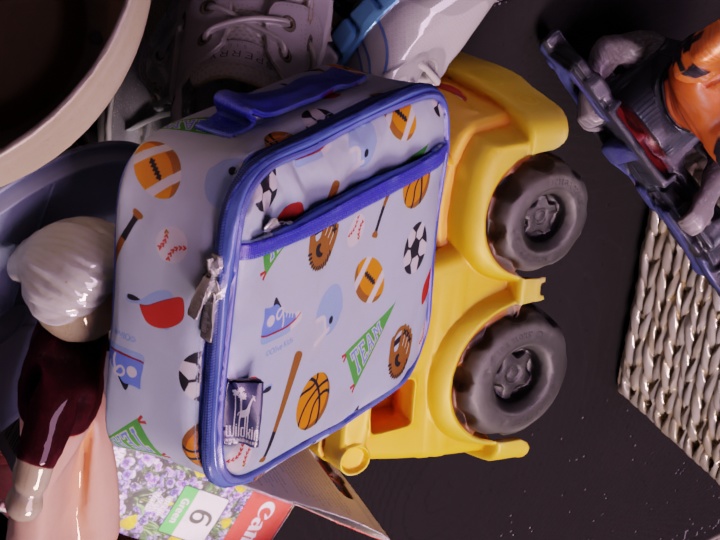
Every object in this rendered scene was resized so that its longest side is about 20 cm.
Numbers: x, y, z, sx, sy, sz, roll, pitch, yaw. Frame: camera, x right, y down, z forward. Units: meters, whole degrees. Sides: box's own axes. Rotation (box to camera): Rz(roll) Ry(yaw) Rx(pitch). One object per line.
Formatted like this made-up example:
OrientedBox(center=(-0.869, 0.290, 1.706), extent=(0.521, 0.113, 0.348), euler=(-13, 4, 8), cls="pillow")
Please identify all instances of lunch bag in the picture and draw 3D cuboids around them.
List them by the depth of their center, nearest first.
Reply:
OrientedBox(center=(-0.033, -0.005, 1.145), extent=(0.200, 0.075, 0.161), euler=(-29, 132, -57), cls="lunch bag")

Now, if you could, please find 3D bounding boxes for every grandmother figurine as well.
OrientedBox(center=(-0.128, 0.054, 1.167), extent=(0.060, 0.122, 0.201), euler=(4, 134, -8), cls="grandmother figurine")

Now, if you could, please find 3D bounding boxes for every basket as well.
OrientedBox(center=(0.279, 0.014, 1.615), extent=(0.197, 0.161, 0.201), euler=(-19, 132, -32), cls="basket")

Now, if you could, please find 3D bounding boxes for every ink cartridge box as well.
OrientedBox(center=(-0.090, 0.098, 1.346), extent=(0.199, 0.109, 0.051), euler=(24, 106, -36), cls="ink cartridge box")

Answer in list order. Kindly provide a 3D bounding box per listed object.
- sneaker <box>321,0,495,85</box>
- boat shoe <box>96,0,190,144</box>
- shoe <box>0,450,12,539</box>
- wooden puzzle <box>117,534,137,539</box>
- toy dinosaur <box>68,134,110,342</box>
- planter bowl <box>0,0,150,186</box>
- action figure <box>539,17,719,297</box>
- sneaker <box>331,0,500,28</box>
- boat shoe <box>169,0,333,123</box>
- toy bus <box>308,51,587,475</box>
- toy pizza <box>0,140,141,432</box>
OrientedBox(center=(0.005, -0.064, 1.272), extent=(0.200, 0.087, 0.075), euler=(-45, 157, 6), cls="sneaker")
OrientedBox(center=(-0.059, -0.121, 1.273), extent=(0.074, 0.065, 0.203), euler=(19, 106, -48), cls="boat shoe")
OrientedBox(center=(-0.178, 0.122, 1.329), extent=(0.199, 0.091, 0.072), euler=(9, 114, -46), cls="shoe")
OrientedBox(center=(-0.132, 0.185, 1.350), extent=(0.199, 0.185, 0.037), euler=(-26, 117, -24), cls="wooden puzzle")
OrientedBox(center=(-0.167, -0.026, 1.257), extent=(0.102, 0.077, 0.200), euler=(-25, 149, -1), cls="toy dinosaur")
OrientedBox(center=(-0.172, -0.115, 1.096), extent=(0.200, 0.200, 0.135), euler=(-47, 166, -4), cls="planter bowl")
OrientedBox(center=(0.200, -0.072, 1.459), extent=(0.105, 0.193, 0.200), euler=(-43, 111, -19), cls="action figure")
OrientedBox(center=(0.055, -0.164, 1.356), extent=(0.199, 0.076, 0.088), euler=(-8, 146, -40), cls="sneaker")
OrientedBox(center=(-0.050, -0.092, 1.207), extent=(0.070, 0.069, 0.202), euler=(5, 94, 0), cls="boat shoe")
OrientedBox(center=(0.000, 0.000, 1.361), extent=(0.191, 0.136, 0.201), euler=(-8, 116, -34), cls="toy bus")
OrientedBox(center=(-0.166, 0.015, 1.183), extent=(0.200, 0.032, 0.200), euler=(-41, 161, -17), cls="toy pizza")
